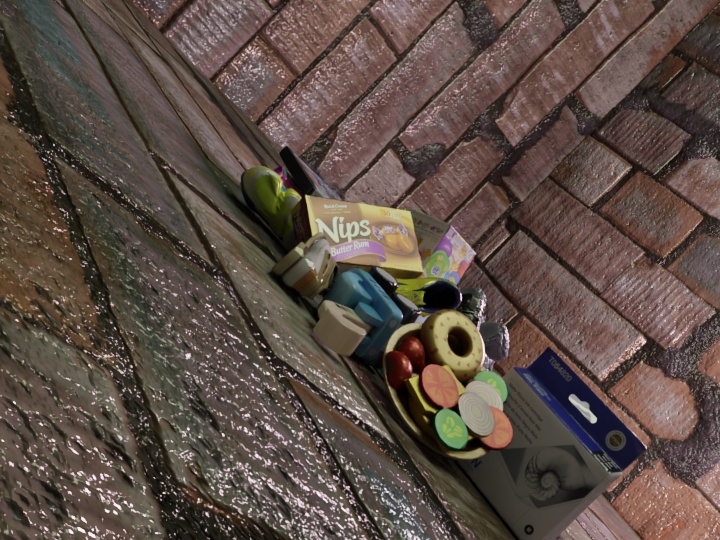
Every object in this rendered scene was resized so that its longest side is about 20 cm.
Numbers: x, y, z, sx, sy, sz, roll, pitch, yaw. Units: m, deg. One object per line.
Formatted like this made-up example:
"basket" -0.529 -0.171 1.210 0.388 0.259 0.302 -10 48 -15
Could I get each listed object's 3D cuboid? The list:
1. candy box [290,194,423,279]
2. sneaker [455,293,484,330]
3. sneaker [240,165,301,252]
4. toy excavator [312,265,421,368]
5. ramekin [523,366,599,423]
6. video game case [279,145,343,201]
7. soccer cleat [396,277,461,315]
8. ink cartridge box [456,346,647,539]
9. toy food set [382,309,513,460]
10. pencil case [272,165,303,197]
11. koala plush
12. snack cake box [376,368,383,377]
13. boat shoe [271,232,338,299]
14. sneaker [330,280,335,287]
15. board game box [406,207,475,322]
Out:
"candy box" -0.005 -0.045 1.524 0.198 0.056 0.118 8 58 -31
"sneaker" 0.156 0.083 1.522 0.069 0.100 0.200 33 6 -5
"sneaker" -0.125 -0.093 1.572 0.201 0.076 0.105 56 -13 -28
"toy excavator" -0.013 0.060 1.268 0.199 0.100 0.195 24 18 -42
"ramekin" 0.247 0.235 1.400 0.097 0.201 0.201 36 7 -14
"video game case" -0.056 -0.122 1.711 0.181 0.025 0.200 43 8 -31
"soccer cleat" 0.059 0.041 1.475 0.084 0.197 0.066 -176 -97 -74
"ink cartridge box" 0.235 0.228 1.275 0.200 0.200 0.041 48 5 34
"toy food set" 0.113 0.150 1.242 0.199 0.049 0.199 -13 68 -48
"pencil case" -0.097 -0.093 1.722 0.200 0.088 0.088 42 5 -20
"koala plush" 0.206 0.175 1.974 0.178 0.182 0.201 -115 -176 -49
"snack cake box" 0.076 0.144 1.388 0.200 0.067 0.115 50 7 39
"boat shoe" -0.069 -0.001 1.335 0.069 0.075 0.200 49 13 -2
"sneaker" -0.051 -0.027 1.658 0.200 0.079 0.079 46 3 -29
"board game box" 0.088 0.015 1.656 0.104 0.201 0.103 26 -11 44
